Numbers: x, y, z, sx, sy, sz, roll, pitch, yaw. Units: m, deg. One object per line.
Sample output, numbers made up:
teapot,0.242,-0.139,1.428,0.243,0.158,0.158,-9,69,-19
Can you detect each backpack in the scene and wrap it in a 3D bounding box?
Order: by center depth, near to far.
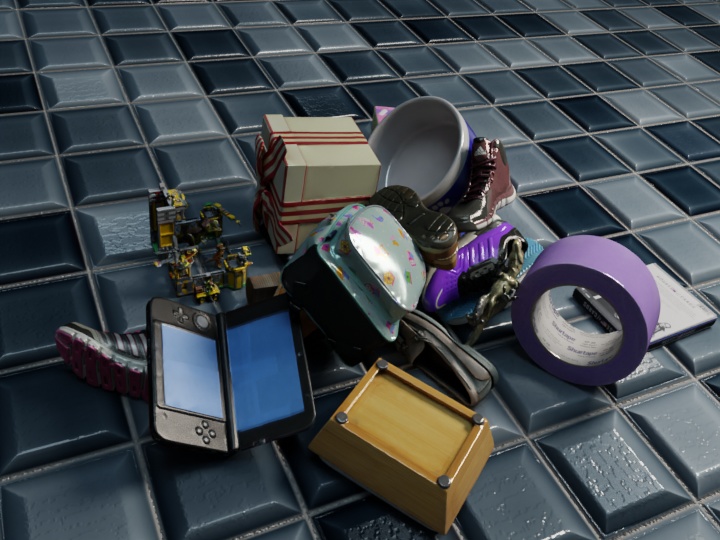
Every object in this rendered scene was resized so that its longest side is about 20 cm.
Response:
backpack,0.000,0.000,1.032,0.176,0.152,0.201,47,24,-12

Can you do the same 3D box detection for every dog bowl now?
dog bowl,0.100,-0.180,1.239,0.078,0.200,0.201,32,15,-48

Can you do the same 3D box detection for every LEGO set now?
LEGO set,-0.253,-0.061,1.156,0.150,0.118,0.202,-6,42,-19

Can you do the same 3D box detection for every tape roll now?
tape roll,0.323,0.059,1.077,0.197,0.203,0.085,26,40,19

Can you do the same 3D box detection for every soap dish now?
soap dish,0.056,0.209,0.932,0.197,0.083,0.157,28,42,18

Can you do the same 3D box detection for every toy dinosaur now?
toy dinosaur,0.184,0.049,1.056,0.047,0.202,0.088,34,5,7

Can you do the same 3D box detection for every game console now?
game console,-0.165,0.112,0.930,0.170,0.118,0.203,24,40,-41

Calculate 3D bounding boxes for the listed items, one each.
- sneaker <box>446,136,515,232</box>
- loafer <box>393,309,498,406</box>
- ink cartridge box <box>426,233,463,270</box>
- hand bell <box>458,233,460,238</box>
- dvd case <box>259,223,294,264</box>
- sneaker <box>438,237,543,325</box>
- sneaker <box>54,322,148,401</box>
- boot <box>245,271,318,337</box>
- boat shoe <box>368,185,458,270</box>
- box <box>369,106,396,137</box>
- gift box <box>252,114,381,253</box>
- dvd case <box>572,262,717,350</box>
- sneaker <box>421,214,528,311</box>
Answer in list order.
sneaker,0.175,-0.138,1.137,0.074,0.118,0.200,1,23,30
loafer,0.100,0.118,1.063,0.198,0.073,0.063,31,50,23
ink cartridge box,0.153,-0.067,1.312,0.091,0.045,0.202,2,41,-8
hand bell,0.159,-0.074,1.236,0.101,0.105,0.203,13,52,4
dvd case,-0.056,-0.057,1.275,0.197,0.018,0.143,-18,48,-30
sneaker,0.211,0.033,1.187,0.197,0.082,0.077,-31,51,-14
sneaker,-0.300,0.109,0.982,0.195,0.075,0.088,19,40,3
boot,-0.073,0.072,1.087,0.152,0.078,0.201,-3,34,-23
boat shoe,0.078,-0.059,1.114,0.075,0.075,0.200,-31,39,-11
box,0.113,-0.222,1.448,0.171,0.098,0.202,3,40,-9
gift box,-0.081,-0.142,1.211,0.182,0.188,0.201,-4,34,-19
dvd case,0.475,0.060,1.248,0.196,0.025,0.151,-13,45,-27
sneaker,0.179,-0.002,1.124,0.099,0.070,0.200,34,66,32
